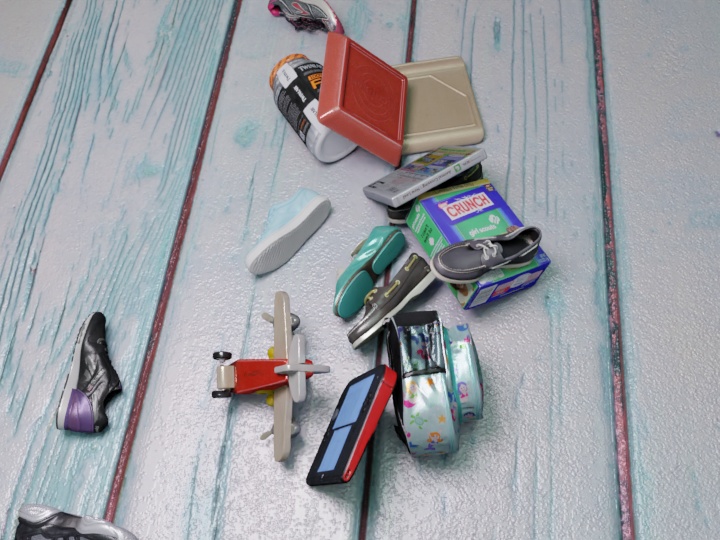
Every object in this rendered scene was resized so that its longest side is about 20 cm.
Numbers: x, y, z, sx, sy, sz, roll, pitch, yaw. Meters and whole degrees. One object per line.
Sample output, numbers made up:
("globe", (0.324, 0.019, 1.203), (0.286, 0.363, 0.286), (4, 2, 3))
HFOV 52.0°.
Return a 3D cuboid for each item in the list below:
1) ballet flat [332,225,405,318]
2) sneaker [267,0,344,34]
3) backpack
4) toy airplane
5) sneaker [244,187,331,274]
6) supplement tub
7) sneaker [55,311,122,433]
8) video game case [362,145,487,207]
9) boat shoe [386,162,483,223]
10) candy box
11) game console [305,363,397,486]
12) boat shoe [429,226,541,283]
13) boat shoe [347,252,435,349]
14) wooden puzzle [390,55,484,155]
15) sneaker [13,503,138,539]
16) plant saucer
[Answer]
("ballet flat", (0.000, 0.000, 1.289), (0.070, 0.068, 0.201), (19, 62, 40))
("sneaker", (-0.112, -0.541, 1.569), (0.199, 0.081, 0.075), (37, 84, 28))
("backpack", (0.111, 0.178, 1.118), (0.148, 0.178, 0.202), (-3, 66, 7))
("toy airplane", (-0.123, 0.163, 1.159), (0.199, 0.141, 0.201), (43, 105, 35))
("sneaker", (-0.145, -0.074, 1.330), (0.082, 0.074, 0.200), (33, 60, 28))
("supplement tub", (-0.088, -0.317, 1.418), (0.122, 0.123, 0.201), (-31, 65, -13))
("sneaker", (-0.433, 0.170, 1.222), (0.086, 0.076, 0.202), (9, 66, -8))
("video game case", (0.107, -0.170, 1.304), (0.181, 0.200, 0.022), (-29, 106, -7))
("boat shoe", (0.133, -0.150, 1.343), (0.199, 0.061, 0.072), (-25, 40, -13))
("candy box", (0.198, -0.051, 1.260), (0.168, 0.077, 0.201), (-17, 60, -31))
("game console", (-0.018, 0.231, 1.090), (0.031, 0.200, 0.178), (32, 66, -7))
("boat shoe", (0.200, -0.033, 1.156), (0.198, 0.063, 0.073), (-11, 60, -25))
("boat shoe", (0.044, 0.050, 1.237), (0.061, 0.072, 0.201), (46, 66, 5))
("wooden puzzle", (0.136, -0.325, 1.463), (0.183, 0.037, 0.202), (-9, 67, -2))
("sneaker", (-0.427, 0.418, 1.081), (0.197, 0.076, 0.115), (8, 63, 14))
("plant saucer", (0.016, -0.321, 1.357), (0.198, 0.037, 0.202), (24, 61, -35))
